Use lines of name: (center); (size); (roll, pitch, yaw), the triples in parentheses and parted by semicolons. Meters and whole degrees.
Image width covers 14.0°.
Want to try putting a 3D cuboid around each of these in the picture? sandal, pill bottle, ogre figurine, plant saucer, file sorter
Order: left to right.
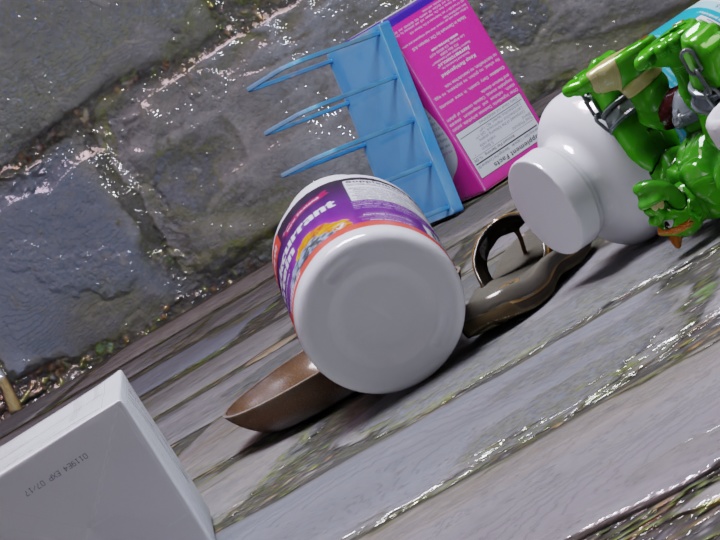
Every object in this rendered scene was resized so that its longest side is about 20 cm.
file sorter: (-0.011, -0.121, 2.916); (0.122, 0.200, 0.139); (-22, 0, -24)
plant saucer: (-0.007, 0.062, 2.099); (0.200, 0.032, 0.200); (-31, 4, 2)
pill bottle: (0.000, 0.000, 1.956); (0.111, 0.112, 0.200); (-32, 18, 2)
sandal: (0.101, -0.008, 1.973); (0.082, 0.055, 0.200); (-30, 5, 25)
pill bottle: (0.191, -0.090, 1.899); (0.200, 0.111, 0.111); (-33, 5, -24)
ogre figurine: (0.196, -0.084, 1.740); (0.098, 0.120, 0.200); (-35, 6, -33)

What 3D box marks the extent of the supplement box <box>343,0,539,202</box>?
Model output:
supplement box: (0.089, -0.177, 2.973); (0.103, 0.200, 0.101); (-32, 5, -25)

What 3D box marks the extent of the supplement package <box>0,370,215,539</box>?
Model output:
supplement package: (-0.161, 0.141, 1.776); (0.114, 0.110, 0.200); (-32, 5, -1)

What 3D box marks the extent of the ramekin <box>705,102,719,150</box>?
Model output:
ramekin: (0.271, -0.083, 1.389); (0.202, 0.094, 0.202); (-31, 4, 3)
